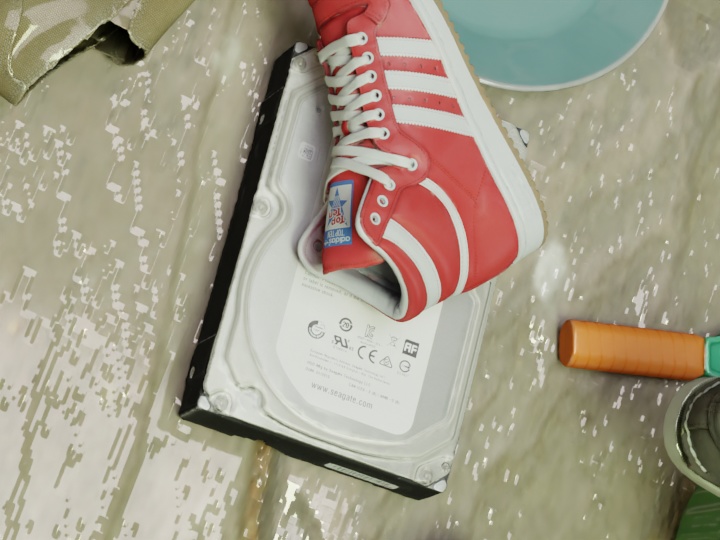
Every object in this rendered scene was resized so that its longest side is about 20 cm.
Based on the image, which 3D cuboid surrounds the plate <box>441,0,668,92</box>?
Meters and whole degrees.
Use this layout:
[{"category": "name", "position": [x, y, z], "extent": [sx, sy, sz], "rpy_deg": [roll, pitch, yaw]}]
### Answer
[{"category": "plate", "position": [0.078, -0.189, 1.453], "extent": [0.199, 0.026, 0.201], "rpy_deg": [5, 76, -20]}]

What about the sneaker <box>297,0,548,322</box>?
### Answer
[{"category": "sneaker", "position": [0.000, -0.071, 1.328], "extent": [0.112, 0.071, 0.200], "rpy_deg": [-34, 94, -29]}]

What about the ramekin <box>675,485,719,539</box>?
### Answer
[{"category": "ramekin", "position": [0.257, 0.162, 1.396], "extent": [0.199, 0.098, 0.201], "rpy_deg": [2, 83, -18]}]

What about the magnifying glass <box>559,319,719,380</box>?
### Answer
[{"category": "magnifying glass", "position": [0.199, 0.048, 1.450], "extent": [0.199, 0.022, 0.080], "rpy_deg": [6, 77, -20]}]

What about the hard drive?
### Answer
[{"category": "hard drive", "position": [0.000, 0.000, 1.372], "extent": [0.139, 0.038, 0.201], "rpy_deg": [21, 70, -17]}]

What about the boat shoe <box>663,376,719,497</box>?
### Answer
[{"category": "boat shoe", "position": [0.244, 0.108, 1.312], "extent": [0.201, 0.060, 0.072], "rpy_deg": [25, 77, -14]}]

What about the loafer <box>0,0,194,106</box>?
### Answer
[{"category": "loafer", "position": [-0.112, -0.139, 1.341], "extent": [0.199, 0.076, 0.068], "rpy_deg": [-25, 89, -15]}]
